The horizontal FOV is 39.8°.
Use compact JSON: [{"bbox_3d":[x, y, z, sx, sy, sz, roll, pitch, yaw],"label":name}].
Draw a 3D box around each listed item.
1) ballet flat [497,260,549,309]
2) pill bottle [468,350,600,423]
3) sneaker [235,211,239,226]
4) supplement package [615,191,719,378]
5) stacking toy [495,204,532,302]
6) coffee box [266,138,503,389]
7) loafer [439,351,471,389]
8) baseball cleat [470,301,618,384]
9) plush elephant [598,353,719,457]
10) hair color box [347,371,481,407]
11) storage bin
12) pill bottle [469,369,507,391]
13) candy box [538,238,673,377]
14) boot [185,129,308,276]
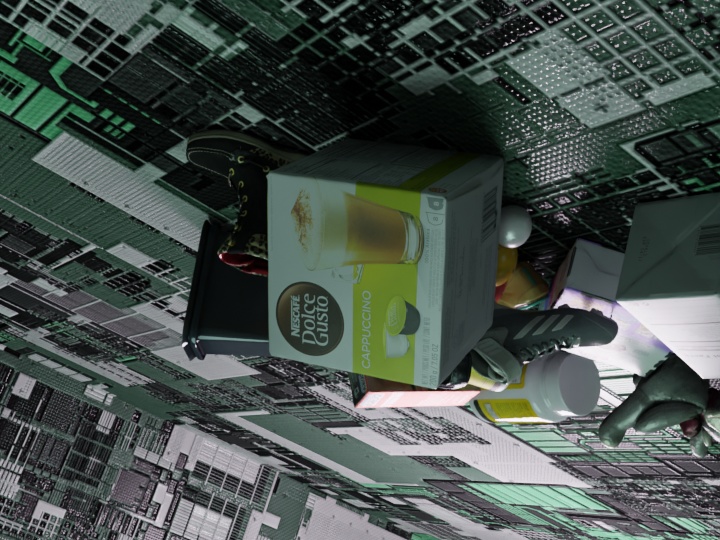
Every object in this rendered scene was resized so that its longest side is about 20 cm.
[{"bbox_3d":[0.195,0.031,1.343,0.063,0.068,0.200,60,158,4],"label":"ballet flat"},{"bbox_3d":[0.269,0.181,1.553,0.114,0.115,0.199,31,156,-29],"label":"pill bottle"},{"bbox_3d":[-0.139,-0.055,1.375,0.072,0.085,0.200,20,157,1],"label":"sneaker"},{"bbox_3d":[0.384,0.022,1.064,0.119,0.122,0.199,-6,148,47],"label":"supplement package"},{"bbox_3d":[0.144,-0.012,1.214,0.145,0.147,0.200,25,143,-14],"label":"stacking toy"},{"bbox_3d":[0.028,-0.017,1.060,0.196,0.202,0.200,9,-160,22],"label":"coffee box"},{"bbox_3d":[0.061,0.096,1.164,0.070,0.069,0.200,2,-172,-27],"label":"loafer"},{"bbox_3d":[0.204,0.089,1.170,0.197,0.107,0.070,5,148,5],"label":"baseball cleat"},{"bbox_3d":[0.454,0.186,1.345,0.155,0.165,0.200,42,134,7],"label":"plush elephant"},{"bbox_3d":[0.079,0.149,1.536,0.198,0.112,0.064,2,149,-26],"label":"hair color box"},{"bbox_3d":[-0.182,0.043,1.511,0.133,0.202,0.146,8,158,2],"label":"storage bin"},{"bbox_3d":[0.132,0.102,1.471,0.198,0.110,0.109,17,159,-5],"label":"pill bottle"},{"bbox_3d":[0.321,0.052,1.260,0.166,0.072,0.200,17,158,3],"label":"candy box"},{"bbox_3d":[-0.140,-0.082,1.215,0.198,0.152,0.073,17,159,5],"label":"boot"}]
